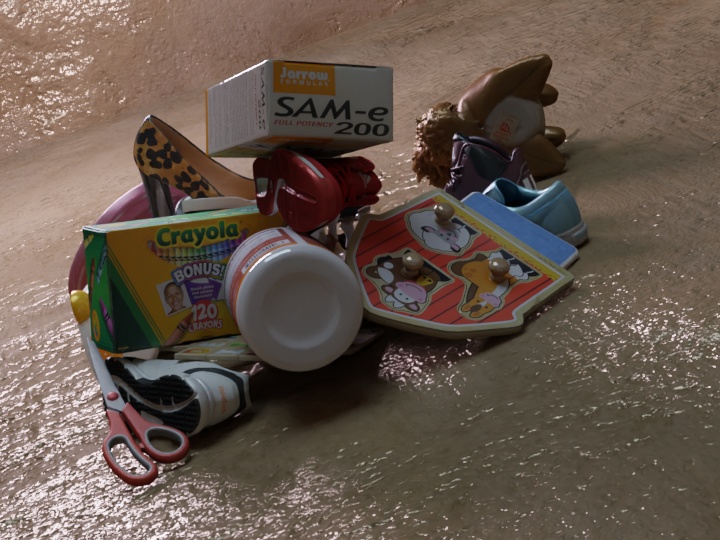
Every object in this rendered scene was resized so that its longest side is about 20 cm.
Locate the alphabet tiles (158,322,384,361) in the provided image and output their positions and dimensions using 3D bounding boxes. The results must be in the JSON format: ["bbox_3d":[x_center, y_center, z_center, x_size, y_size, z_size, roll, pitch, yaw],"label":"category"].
[{"bbox_3d":[-0.086,0.067,1.587,0.199,0.006,0.166,0,10,20],"label":"alphabet tiles"}]

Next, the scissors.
[{"bbox_3d":[-0.228,0.126,1.489,0.073,0.014,0.200,-28,47,-25],"label":"scissors"}]

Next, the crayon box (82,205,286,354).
[{"bbox_3d":[-0.167,0.006,1.603,0.200,0.119,0.058,-9,11,-32],"label":"crayon box"}]

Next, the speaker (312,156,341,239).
[{"bbox_3d":[-0.074,-0.078,1.868,0.081,0.081,0.200,-10,49,28],"label":"speaker"}]

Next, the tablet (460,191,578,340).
[{"bbox_3d":[0.114,-0.008,1.577,0.130,0.014,0.200,32,39,19],"label":"tablet"}]

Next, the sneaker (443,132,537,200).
[{"bbox_3d":[0.099,-0.092,1.813,0.200,0.116,0.076,-14,17,17],"label":"sneaker"}]

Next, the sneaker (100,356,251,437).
[{"bbox_3d":[-0.178,0.118,1.549,0.080,0.074,0.200,-11,12,-38],"label":"sneaker"}]

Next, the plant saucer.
[{"bbox_3d":[-0.252,-0.019,1.924,0.051,0.201,0.200,40,49,22],"label":"plant saucer"}]

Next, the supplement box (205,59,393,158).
[{"bbox_3d":[-0.063,-0.149,1.567,0.126,0.074,0.200,0,-2,-21],"label":"supplement box"}]

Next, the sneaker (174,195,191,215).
[{"bbox_3d":[-0.135,-0.040,1.896,0.115,0.075,0.200,8,-3,19],"label":"sneaker"}]

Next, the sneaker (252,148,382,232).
[{"bbox_3d":[-0.025,-0.086,1.541,0.115,0.079,0.200,-10,14,-18],"label":"sneaker"}]

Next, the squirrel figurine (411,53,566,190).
[{"bbox_3d":[0.151,-0.179,2.021,0.199,0.142,0.187,-16,9,1],"label":"squirrel figurine"}]

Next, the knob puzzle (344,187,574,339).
[{"bbox_3d":[0.074,-0.005,1.516,0.219,0.031,0.220,7,39,-6],"label":"knob puzzle"}]

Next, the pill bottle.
[{"bbox_3d":[-0.067,0.020,1.497,0.112,0.112,0.200,-21,11,-6],"label":"pill bottle"}]

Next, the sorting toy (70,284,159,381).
[{"bbox_3d":[-0.203,0.018,1.772,0.180,0.107,0.200,-25,14,12],"label":"sorting toy"}]

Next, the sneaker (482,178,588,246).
[{"bbox_3d":[0.141,-0.058,1.712,0.200,0.082,0.074,-8,18,33],"label":"sneaker"}]

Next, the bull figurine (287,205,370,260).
[{"bbox_3d":[0.000,0.000,1.633,0.065,0.122,0.200,-26,11,-34],"label":"bull figurine"}]

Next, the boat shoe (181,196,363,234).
[{"bbox_3d":[-0.088,-0.050,1.722,0.199,0.061,0.076,-2,3,-1],"label":"boat shoe"}]

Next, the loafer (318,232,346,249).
[{"bbox_3d":[0.030,-0.006,1.714,0.071,0.073,0.200,-18,17,-37],"label":"loafer"}]

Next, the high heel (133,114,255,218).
[{"bbox_3d":[-0.141,-0.111,1.761,0.199,0.143,0.071,-9,26,2],"label":"high heel"}]
